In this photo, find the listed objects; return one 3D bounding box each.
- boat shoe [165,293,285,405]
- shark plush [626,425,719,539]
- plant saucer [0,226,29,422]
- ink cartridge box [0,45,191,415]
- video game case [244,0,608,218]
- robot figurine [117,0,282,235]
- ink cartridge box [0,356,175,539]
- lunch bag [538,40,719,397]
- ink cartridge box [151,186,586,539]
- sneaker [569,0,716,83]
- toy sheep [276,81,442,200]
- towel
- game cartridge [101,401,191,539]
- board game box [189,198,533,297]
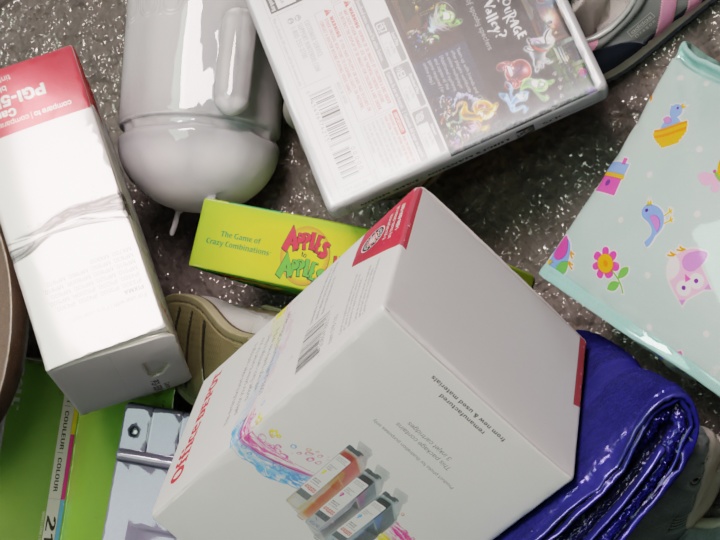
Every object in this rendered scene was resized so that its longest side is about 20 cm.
[{"bbox_3d":[-0.068,0.060,1.187,0.199,0.068,0.075,21,109,52],"label":"boat shoe"},{"bbox_3d":[0.134,0.149,1.044,0.199,0.083,0.091,-28,72,24],"label":"shark plush"},{"bbox_3d":[-0.283,0.041,1.226,0.199,0.032,0.202,-8,79,48],"label":"plant saucer"},{"bbox_3d":[-0.185,-0.021,1.151,0.082,0.147,0.201,-19,75,-5],"label":"ink cartridge box"},{"bbox_3d":[0.030,-0.156,1.072,0.181,0.023,0.201,-24,71,5],"label":"video game case"},{"bbox_3d":[-0.110,-0.127,1.221,0.169,0.112,0.202,157,118,-68],"label":"robot figurine"},{"bbox_3d":[-0.231,0.135,1.247,0.199,0.075,0.149,3,83,41],"label":"ink cartridge box"},{"bbox_3d":[0.233,-0.008,0.997,0.200,0.122,0.171,36,98,36],"label":"lunch bag"},{"bbox_3d":[0.007,0.088,1.001,0.145,0.146,0.200,42,118,-14],"label":"ink cartridge box"},{"bbox_3d":[0.188,-0.195,1.078,0.200,0.082,0.070,-46,62,15],"label":"sneaker"},{"bbox_3d":[0.013,-0.117,1.142,0.137,0.138,0.201,-24,76,24],"label":"toy sheep"},{"bbox_3d":[0.117,0.112,1.009,0.050,0.200,0.148,42,91,-13],"label":"towel"},{"bbox_3d":[-0.112,0.198,1.182,0.128,0.038,0.202,9,85,10],"label":"game cartridge"},{"bbox_3d":[0.000,0.000,1.140,0.199,0.101,0.048,11,85,31],"label":"board game box"}]
